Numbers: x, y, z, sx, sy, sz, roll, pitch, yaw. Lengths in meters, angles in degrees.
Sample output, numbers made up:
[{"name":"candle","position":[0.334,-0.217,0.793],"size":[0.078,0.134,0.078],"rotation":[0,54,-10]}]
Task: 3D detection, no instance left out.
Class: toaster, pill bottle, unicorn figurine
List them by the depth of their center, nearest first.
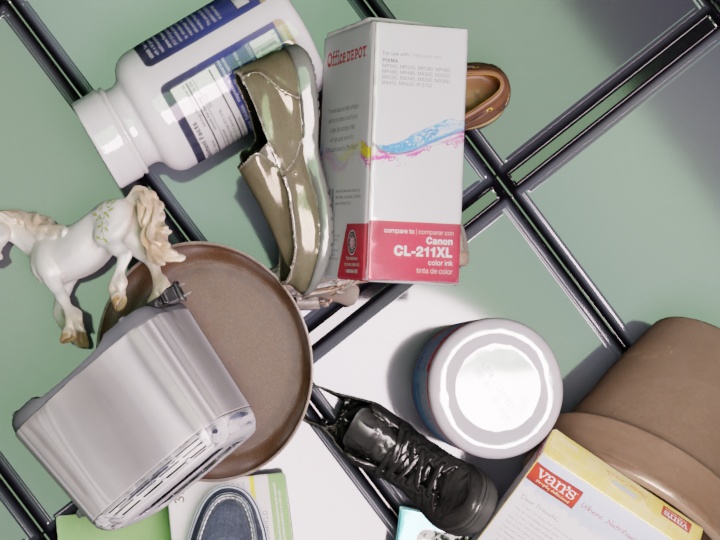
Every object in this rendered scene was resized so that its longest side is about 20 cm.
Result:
[{"name":"toaster","position":[-0.174,0.117,1.552],"size":[0.200,0.114,0.130],"rotation":[-40,81,16]},{"name":"pill bottle","position":[0.098,0.095,1.569],"size":[0.107,0.200,0.110],"rotation":[0,87,-5]},{"name":"unicorn figurine","position":[-0.242,-0.010,1.604],"size":[0.198,0.074,0.139],"rotation":[-22,72,6]},{"name":"pill bottle","position":[-0.137,-0.154,1.608],"size":[0.199,0.111,0.112],"rotation":[-30,90,-5]}]

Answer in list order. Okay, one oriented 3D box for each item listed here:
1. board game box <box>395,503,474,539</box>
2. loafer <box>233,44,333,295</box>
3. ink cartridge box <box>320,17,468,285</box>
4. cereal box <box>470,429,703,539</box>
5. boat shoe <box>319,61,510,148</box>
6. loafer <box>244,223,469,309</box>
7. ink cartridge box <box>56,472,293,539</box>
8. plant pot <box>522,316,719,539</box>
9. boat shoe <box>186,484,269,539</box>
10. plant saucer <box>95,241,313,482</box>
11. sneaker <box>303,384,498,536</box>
[{"name":"board game box","position":[0.092,0.311,1.628],"size":[0.149,0.047,0.202],"rotation":[9,86,4]},{"name":"loafer","position":[-0.068,-0.079,1.546],"size":[0.069,0.075,0.202],"rotation":[-7,93,-17]},{"name":"ink cartridge box","position":[0.024,-0.092,1.529],"size":[0.082,0.146,0.202],"rotation":[2,91,-16]},{"name":"cereal box","position":[0.162,0.237,1.529],"size":[0.143,0.040,0.201],"rotation":[34,126,2]},{"name":"boat shoe","position":[0.034,-0.138,1.642],"size":[0.198,0.068,0.073],"rotation":[-17,89,-5]},{"name":"loafer","position":[0.000,0.000,1.635],"size":[0.198,0.072,0.063],"rotation":[-22,96,-8]},{"name":"ink cartridge box","position":[-0.152,0.253,1.595],"size":[0.198,0.048,0.147],"rotation":[-5,63,-6]},{"name":"plant pot","position":[0.260,0.141,1.601],"size":[0.199,0.200,0.175],"rotation":[34,67,-2]},{"name":"boat shoe","position":[-0.109,0.255,1.518],"size":[0.070,0.091,0.202],"rotation":[3,63,0]},{"name":"plant saucer","position":[-0.128,0.075,1.608],"size":[0.198,0.032,0.203],"rotation":[2,97,18]},{"name":"sneaker","position":[0.028,0.153,1.582],"size":[0.104,0.200,0.060],"rotation":[32,90,-27]}]
